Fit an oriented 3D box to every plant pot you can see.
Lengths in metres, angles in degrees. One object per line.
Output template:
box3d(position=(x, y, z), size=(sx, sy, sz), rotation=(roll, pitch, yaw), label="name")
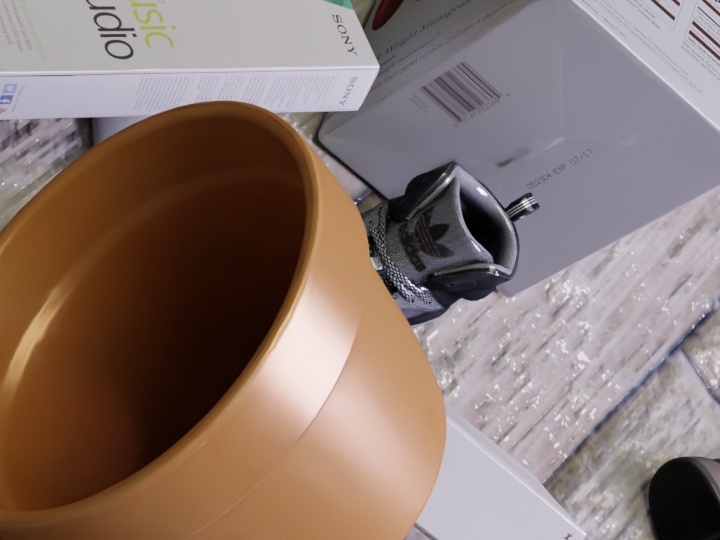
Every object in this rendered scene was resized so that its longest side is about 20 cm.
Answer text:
box3d(position=(-0.059, 0.051, 1.193), size=(0.140, 0.200, 0.200), rotation=(44, 45, -38), label="plant pot")

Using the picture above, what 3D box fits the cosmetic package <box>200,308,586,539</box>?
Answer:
box3d(position=(0.007, 0.069, 1.346), size=(0.200, 0.083, 0.051), rotation=(39, 91, -20), label="cosmetic package")

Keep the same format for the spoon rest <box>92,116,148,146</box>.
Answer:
box3d(position=(-0.097, -0.080, 1.418), size=(0.099, 0.061, 0.200), rotation=(32, 38, -27), label="spoon rest")

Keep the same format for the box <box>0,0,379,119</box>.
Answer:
box3d(position=(-0.104, -0.137, 1.390), size=(0.200, 0.036, 0.144), rotation=(-3, 53, -31), label="box")

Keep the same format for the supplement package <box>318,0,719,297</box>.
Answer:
box3d(position=(0.114, -0.130, 1.521), size=(0.147, 0.191, 0.200), rotation=(40, 48, -20), label="supplement package")

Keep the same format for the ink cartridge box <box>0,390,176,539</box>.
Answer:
box3d(position=(-0.099, 0.141, 1.285), size=(0.200, 0.075, 0.165), rotation=(27, 53, -30), label="ink cartridge box")

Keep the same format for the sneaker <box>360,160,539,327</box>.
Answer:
box3d(position=(0.000, 0.000, 1.412), size=(0.200, 0.114, 0.076), rotation=(-22, 84, -44), label="sneaker")

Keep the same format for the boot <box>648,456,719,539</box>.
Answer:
box3d(position=(0.253, 0.169, 1.582), size=(0.174, 0.069, 0.200), rotation=(-4, 70, -42), label="boot")
